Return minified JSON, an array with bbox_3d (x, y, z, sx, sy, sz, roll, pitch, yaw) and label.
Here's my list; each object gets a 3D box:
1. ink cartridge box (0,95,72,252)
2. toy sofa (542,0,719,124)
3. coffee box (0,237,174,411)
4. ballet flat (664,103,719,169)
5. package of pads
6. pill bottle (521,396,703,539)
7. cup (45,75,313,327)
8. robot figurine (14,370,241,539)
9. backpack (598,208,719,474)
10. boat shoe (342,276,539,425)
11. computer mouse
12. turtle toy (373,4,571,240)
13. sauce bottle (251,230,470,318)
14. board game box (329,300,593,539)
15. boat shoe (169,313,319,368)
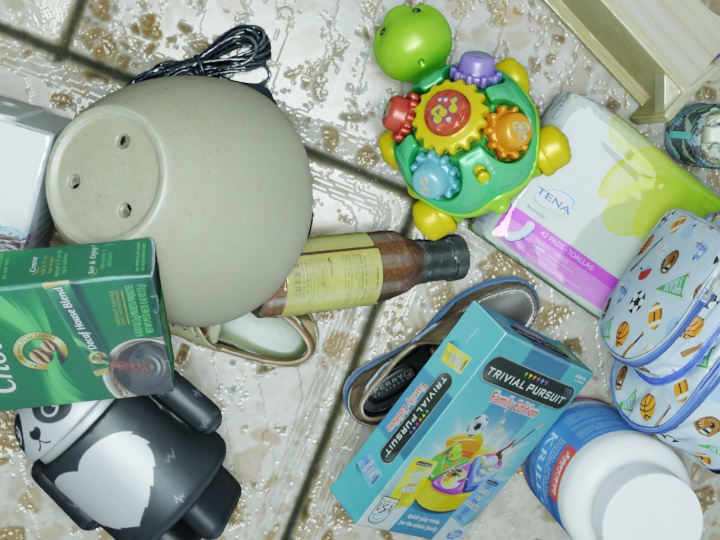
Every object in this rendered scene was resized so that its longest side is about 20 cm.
[{"bbox_3d":[-0.323,-0.040,0.923,0.145,0.147,0.202,17,98,-8],"label":"ink cartridge box"},{"bbox_3d":[0.220,-0.227,1.008,0.200,0.083,0.098,44,87,-10],"label":"toy sofa"},{"bbox_3d":[-0.236,0.044,0.825,0.198,0.044,0.124,-5,132,-5],"label":"coffee box"},{"bbox_3d":[0.373,-0.116,1.048,0.198,0.074,0.075,-3,97,-7],"label":"ballet flat"},{"bbox_3d":[0.218,-0.045,1.037,0.199,0.068,0.155,33,92,-10],"label":"package of pads"},{"bbox_3d":[0.212,0.181,0.996,0.111,0.200,0.113,-1,96,-7],"label":"pill bottle"},{"bbox_3d":[-0.153,-0.060,0.886,0.199,0.143,0.202,-2,85,20],"label":"cup"},{"bbox_3d":[-0.193,0.151,0.979,0.200,0.125,0.150,46,77,-10],"label":"robot figurine"},{"bbox_3d":[0.281,0.054,0.936,0.153,0.200,0.192,24,99,-6],"label":"backpack"},{"bbox_3d":[0.078,0.078,1.031,0.199,0.072,0.072,-36,100,-2],"label":"boat shoe"},{"bbox_3d":[-0.105,-0.095,0.998,0.138,0.053,0.201,-25,99,-4],"label":"computer mouse"},{"bbox_3d":[0.074,-0.131,0.976,0.145,0.101,0.201,-30,65,10],"label":"turtle toy"},{"bbox_3d":[0.000,0.000,0.995,0.198,0.066,0.067,-5,98,-25],"label":"sauce bottle"},{"bbox_3d":[0.088,0.135,0.995,0.151,0.047,0.201,24,107,-48],"label":"board game box"},{"bbox_3d":[-0.125,0.030,1.000,0.198,0.074,0.076,18,94,-9],"label":"boat shoe"}]
